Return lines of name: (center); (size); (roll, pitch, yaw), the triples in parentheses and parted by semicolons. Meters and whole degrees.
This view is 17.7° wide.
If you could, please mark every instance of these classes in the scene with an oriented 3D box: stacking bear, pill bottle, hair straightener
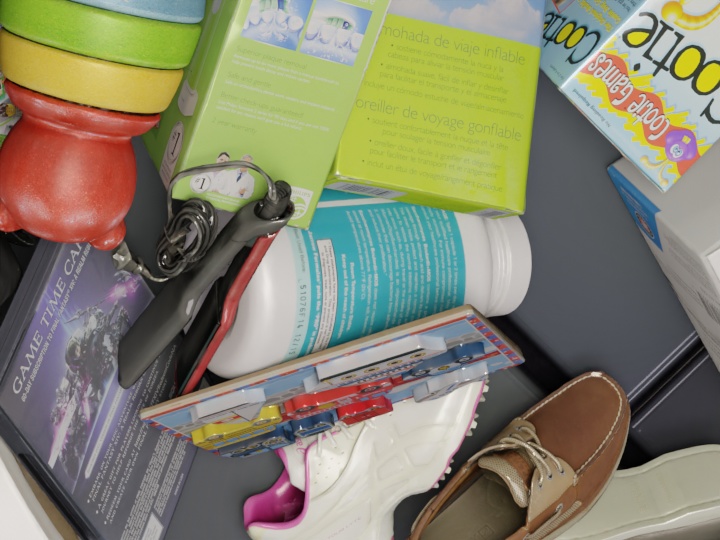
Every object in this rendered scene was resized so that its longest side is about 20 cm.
stacking bear: (-0.140, -0.113, 1.194); (0.120, 0.114, 0.202); (8, 102, -22)
pill bottle: (0.000, 0.000, 1.342); (0.199, 0.111, 0.112); (-5, 117, -31)
hair straightener: (-0.094, 0.004, 1.229); (0.076, 0.041, 0.200); (12, 145, -21)

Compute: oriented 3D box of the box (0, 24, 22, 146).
box: (-0.198, -0.147, 1.265); (0.109, 0.035, 0.202); (5, 113, -19)

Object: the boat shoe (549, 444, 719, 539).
boat shoe: (0.161, 0.165, 1.505); (0.200, 0.072, 0.061); (-9, 134, -4)

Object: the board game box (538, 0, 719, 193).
board game box: (0.199, -0.164, 1.343); (0.200, 0.105, 0.103); (-45, 119, 7)

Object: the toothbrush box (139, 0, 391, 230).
toothbrush box: (-0.049, -0.146, 1.249); (0.085, 0.146, 0.201); (12, 110, -21)

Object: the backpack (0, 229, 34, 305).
backpack: (-0.268, -0.041, 1.189); (0.126, 0.167, 0.201); (-17, 117, 15)

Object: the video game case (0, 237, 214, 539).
video game case: (-0.145, 0.070, 1.309); (0.019, 0.144, 0.200); (1, 143, 26)

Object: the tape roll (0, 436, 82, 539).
tape roll: (-0.210, 0.131, 1.298); (0.070, 0.203, 0.203); (-29, 120, -2)

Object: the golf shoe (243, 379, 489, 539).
golf shoe: (0.004, 0.109, 1.431); (0.091, 0.075, 0.201); (28, 102, -23)

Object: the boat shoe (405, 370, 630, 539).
boat shoe: (0.099, 0.135, 1.438); (0.200, 0.076, 0.072); (-46, 162, -20)

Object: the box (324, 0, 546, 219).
box: (0.043, -0.138, 1.302); (0.121, 0.048, 0.202); (10, 82, -22)

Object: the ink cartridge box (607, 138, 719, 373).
ink cartridge box: (0.250, 0.015, 1.419); (0.086, 0.147, 0.201); (-35, 120, -1)

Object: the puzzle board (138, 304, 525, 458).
puzzle board: (-0.012, 0.070, 1.336); (0.199, 0.018, 0.151); (-19, 165, 11)
